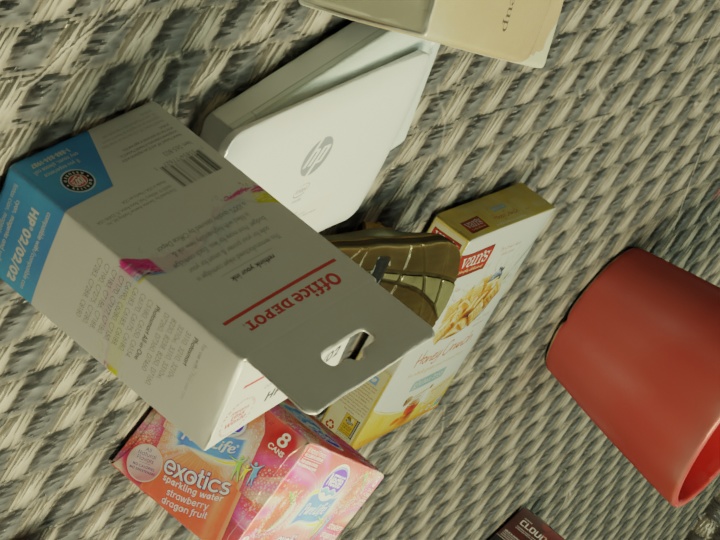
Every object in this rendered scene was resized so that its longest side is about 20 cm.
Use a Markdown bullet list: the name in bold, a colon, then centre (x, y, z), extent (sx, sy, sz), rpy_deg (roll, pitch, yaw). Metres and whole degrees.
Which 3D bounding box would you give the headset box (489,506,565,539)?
- **headset box**: centre (0.136, 0.352, 2.707), extent (0.200, 0.077, 0.149), rpy_deg (-39, 159, -31)

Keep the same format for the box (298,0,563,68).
- **box**: centre (0.047, -0.169, 1.408), extent (0.200, 0.078, 0.095), rpy_deg (-2, 108, -68)

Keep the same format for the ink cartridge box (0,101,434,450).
- **ink cartridge box**: centre (-0.076, 0.012, 1.291), extent (0.115, 0.200, 0.068), rpy_deg (-30, 153, -48)

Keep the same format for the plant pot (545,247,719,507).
- **plant pot**: centre (0.280, 0.085, 2.369), extent (0.200, 0.177, 0.200), rpy_deg (-44, 161, -20)

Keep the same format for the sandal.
- **sandal**: centre (0.000, 0.000, 1.721), extent (0.200, 0.054, 0.080), rpy_deg (6, 117, -53)

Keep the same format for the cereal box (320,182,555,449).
- **cereal box**: centre (0.058, 0.033, 1.936), extent (0.144, 0.040, 0.200), rpy_deg (-23, 147, -57)

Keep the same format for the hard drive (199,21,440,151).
- **hard drive**: centre (-0.029, -0.083, 1.515), extent (0.200, 0.026, 0.132), rpy_deg (-36, 157, -40)

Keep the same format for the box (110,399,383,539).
- **box**: centre (-0.070, 0.132, 1.711), extent (0.095, 0.103, 0.200), rpy_deg (-52, 162, 1)

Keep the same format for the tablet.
- **tablet**: centre (-0.037, -0.053, 1.488), extent (0.200, 0.014, 0.130), rpy_deg (-29, 152, -51)
